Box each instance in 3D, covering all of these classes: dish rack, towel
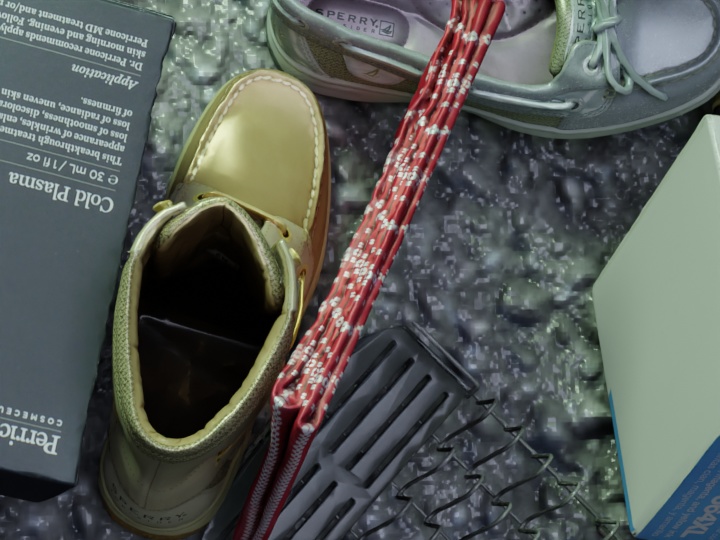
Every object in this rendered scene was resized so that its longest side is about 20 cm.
[{"bbox_3d":[0.040,0.125,0.910,0.200,0.055,0.154,44,71,-4],"label":"dish rack"},{"bbox_3d":[0.000,0.000,0.855,0.022,0.145,0.201,24,63,1],"label":"towel"}]

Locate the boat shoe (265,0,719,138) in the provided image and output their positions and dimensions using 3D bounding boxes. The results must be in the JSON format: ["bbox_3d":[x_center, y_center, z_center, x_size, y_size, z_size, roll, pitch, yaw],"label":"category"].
[{"bbox_3d":[0.060,-0.102,0.928,0.200,0.065,0.075,7,79,-1],"label":"boat shoe"}]

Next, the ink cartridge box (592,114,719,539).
[{"bbox_3d":[0.216,0.035,0.913,0.198,0.126,0.129,8,53,-17],"label":"ink cartridge box"}]

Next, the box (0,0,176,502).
[{"bbox_3d":[-0.190,-0.024,0.842,0.198,0.104,0.184,15,76,-13],"label":"box"}]

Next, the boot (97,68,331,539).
[{"bbox_3d":[-0.051,-0.007,0.847,0.072,0.156,0.202,19,71,-1],"label":"boot"}]

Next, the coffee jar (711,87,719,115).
[{"bbox_3d":[0.211,-0.123,0.975,0.104,0.085,0.202,15,77,-39],"label":"coffee jar"}]
